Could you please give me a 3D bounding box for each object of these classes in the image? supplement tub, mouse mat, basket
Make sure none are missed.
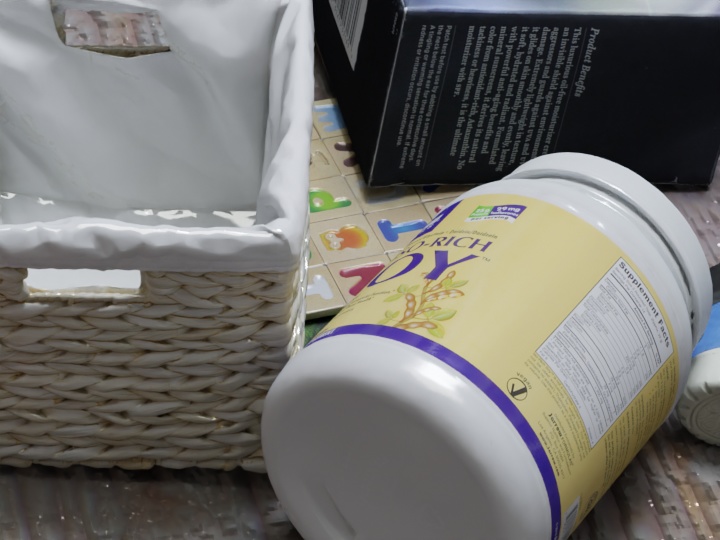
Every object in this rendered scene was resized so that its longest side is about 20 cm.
[{"bbox_3d":[0.063,0.048,1.266,0.145,0.146,0.200,24,44,21],"label":"supplement tub"},{"bbox_3d":[0.000,0.000,1.423,0.199,0.008,0.161,21,43,16],"label":"mouse mat"},{"bbox_3d":[-0.120,-0.027,1.308,0.197,0.161,0.200,1,44,1],"label":"basket"}]

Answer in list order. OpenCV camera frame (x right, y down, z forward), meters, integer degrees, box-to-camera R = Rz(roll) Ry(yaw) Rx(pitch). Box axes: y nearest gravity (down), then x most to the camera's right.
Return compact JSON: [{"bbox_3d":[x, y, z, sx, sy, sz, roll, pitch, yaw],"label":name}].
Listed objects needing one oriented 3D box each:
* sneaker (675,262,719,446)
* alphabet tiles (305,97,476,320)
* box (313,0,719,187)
[{"bbox_3d":[0.257,0.036,1.351,0.199,0.077,0.111,4,49,8],"label":"sneaker"},{"bbox_3d":[-0.035,-0.033,1.447,0.199,0.006,0.167,-11,43,-17],"label":"alphabet tiles"},{"bbox_3d":[0.086,-0.151,1.509,0.198,0.124,0.200,0,40,-16],"label":"box"}]
